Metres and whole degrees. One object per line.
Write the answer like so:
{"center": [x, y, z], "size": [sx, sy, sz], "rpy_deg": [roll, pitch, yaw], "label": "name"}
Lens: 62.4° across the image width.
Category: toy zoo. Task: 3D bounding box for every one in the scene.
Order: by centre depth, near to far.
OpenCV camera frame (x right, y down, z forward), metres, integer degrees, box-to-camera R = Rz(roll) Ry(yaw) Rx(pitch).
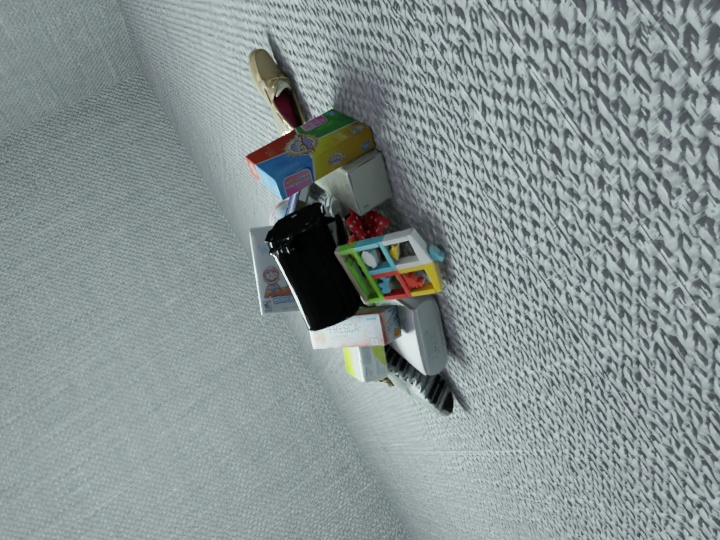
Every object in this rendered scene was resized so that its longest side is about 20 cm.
{"center": [0.062, -0.006, 1.056], "size": [0.195, 0.021, 0.133], "rpy_deg": [-10, 126, 34], "label": "toy zoo"}

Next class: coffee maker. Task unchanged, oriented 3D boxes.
{"center": [-0.093, 0.006, 1.115], "size": [0.131, 0.193, 0.205], "rpy_deg": [-11, 115, 33], "label": "coffee maker"}

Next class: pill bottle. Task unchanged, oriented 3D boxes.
{"center": [-0.165, -0.106, 1.640], "size": [0.200, 0.107, 0.111], "rpy_deg": [45, 158, 43], "label": "pill bottle"}

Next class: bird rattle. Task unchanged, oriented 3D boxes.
{"center": [0.007, -0.042, 1.173], "size": [0.203, 0.111, 0.163], "rpy_deg": [62, 170, -28], "label": "bird rattle"}

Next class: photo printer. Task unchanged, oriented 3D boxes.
{"center": [0.095, 0.103, 1.240], "size": [0.199, 0.068, 0.171], "rpy_deg": [35, 144, 57], "label": "photo printer"}

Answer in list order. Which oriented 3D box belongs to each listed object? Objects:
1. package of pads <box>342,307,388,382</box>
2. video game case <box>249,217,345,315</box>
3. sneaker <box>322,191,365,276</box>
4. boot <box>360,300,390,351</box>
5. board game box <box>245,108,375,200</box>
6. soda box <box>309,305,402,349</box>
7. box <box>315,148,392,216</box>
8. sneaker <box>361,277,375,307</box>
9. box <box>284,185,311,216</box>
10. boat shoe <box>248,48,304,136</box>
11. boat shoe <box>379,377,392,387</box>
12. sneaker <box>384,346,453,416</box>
{"center": [0.001, 0.166, 1.347], "size": [0.200, 0.066, 0.160], "rpy_deg": [165, 96, -78], "label": "package of pads"}
{"center": [-0.120, -0.006, 1.221], "size": [0.024, 0.192, 0.188], "rpy_deg": [-106, 10, -67], "label": "video game case"}
{"center": [-0.028, -0.092, 1.308], "size": [0.202, 0.078, 0.130], "rpy_deg": [59, 176, -27], "label": "sneaker"}
{"center": [0.063, 0.146, 1.426], "size": [0.201, 0.073, 0.162], "rpy_deg": [55, 166, -4], "label": "boot"}
{"center": [-0.092, -0.213, 1.068], "size": [0.152, 0.197, 0.041], "rpy_deg": [38, 155, 50], "label": "board game box"}
{"center": [-0.014, 0.116, 1.208], "size": [0.195, 0.068, 0.066], "rpy_deg": [-8, 97, 38], "label": "soda box"}
{"center": [-0.028, -0.191, 1.124], "size": [0.199, 0.076, 0.097], "rpy_deg": [41, 156, 49], "label": "box"}
{"center": [0.000, 0.000, 1.411], "size": [0.199, 0.074, 0.119], "rpy_deg": [30, 134, 56], "label": "sneaker"}
{"center": [-0.161, -0.174, 1.520], "size": [0.199, 0.031, 0.125], "rpy_deg": [165, 120, -73], "label": "box"}
{"center": [-0.173, -0.384, 1.276], "size": [0.068, 0.073, 0.205], "rpy_deg": [-4, 116, 59], "label": "boat shoe"}
{"center": [0.071, 0.263, 1.598], "size": [0.076, 0.073, 0.202], "rpy_deg": [51, 161, 27], "label": "boat shoe"}
{"center": [0.125, 0.252, 1.332], "size": [0.199, 0.075, 0.081], "rpy_deg": [41, 143, 2], "label": "sneaker"}
